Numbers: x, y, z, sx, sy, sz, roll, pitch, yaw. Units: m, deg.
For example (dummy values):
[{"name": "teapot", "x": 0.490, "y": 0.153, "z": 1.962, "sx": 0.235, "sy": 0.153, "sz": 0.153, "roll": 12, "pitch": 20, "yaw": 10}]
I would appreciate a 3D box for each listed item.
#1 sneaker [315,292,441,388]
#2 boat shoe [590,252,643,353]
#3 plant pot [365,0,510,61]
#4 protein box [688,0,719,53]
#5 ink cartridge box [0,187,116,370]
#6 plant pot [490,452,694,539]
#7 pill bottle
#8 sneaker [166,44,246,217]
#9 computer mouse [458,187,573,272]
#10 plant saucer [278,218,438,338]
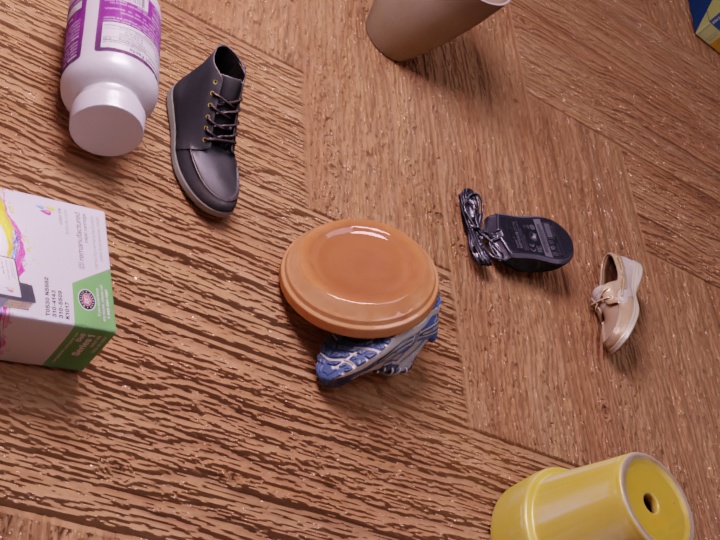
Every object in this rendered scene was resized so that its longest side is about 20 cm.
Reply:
[{"name": "sneaker", "x": 0.031, "y": 0.098, "z": 1.409, "sx": 0.199, "sy": 0.077, "sz": 0.086, "roll": -32, "pitch": 126, "yaw": -32}, {"name": "boat shoe", "x": 0.395, "y": 0.047, "z": 1.829, "sx": 0.069, "sy": 0.074, "sz": 0.201, "roll": 30, "pitch": 40, "yaw": -7}, {"name": "plant pot", "x": 0.102, "y": -0.423, "z": 1.801, "sx": 0.186, "sy": 0.200, "sz": 0.189, "roll": 26, "pitch": 44, "yaw": -29}, {"name": "protein box", "x": 0.920, "y": -0.624, "z": 2.832, "sx": 0.199, "sy": 0.135, "sz": 0.200, "roll": 30, "pitch": 42, "yaw": -24}, {"name": "ink cartridge box", "x": -0.344, "y": 0.002, "z": 1.107, "sx": 0.198, "sy": 0.084, "sz": 0.146, "roll": 13, "pitch": 51, "yaw": -37}, {"name": "plant pot", "x": 0.289, "y": 0.316, "z": 1.404, "sx": 0.199, "sy": 0.189, "sz": 0.203, "roll": 25, "pitch": 44, "yaw": -27}, {"name": "pill bottle", "x": -0.286, "y": -0.233, "z": 1.333, "sx": 0.111, "sy": 0.112, "sz": 0.202, "roll": 22, "pitch": 47, "yaw": -31}, {"name": "sneaker", "x": -0.175, "y": -0.171, "z": 1.397, "sx": 0.074, "sy": 0.106, "sz": 0.202, "roll": 5, "pitch": 56, "yaw": -42}, {"name": "computer mouse", "x": 0.231, "y": -0.044, "z": 1.752, "sx": 0.198, "sy": 0.053, "sz": 0.140, "roll": 10, "pitch": 52, "yaw": -27}, {"name": "plant saucer", "x": 0.000, "y": 0.000, "z": 1.411, "sx": 0.197, "sy": 0.038, "sz": 0.202, "roll": 5, "pitch": 40, "yaw": -4}]
